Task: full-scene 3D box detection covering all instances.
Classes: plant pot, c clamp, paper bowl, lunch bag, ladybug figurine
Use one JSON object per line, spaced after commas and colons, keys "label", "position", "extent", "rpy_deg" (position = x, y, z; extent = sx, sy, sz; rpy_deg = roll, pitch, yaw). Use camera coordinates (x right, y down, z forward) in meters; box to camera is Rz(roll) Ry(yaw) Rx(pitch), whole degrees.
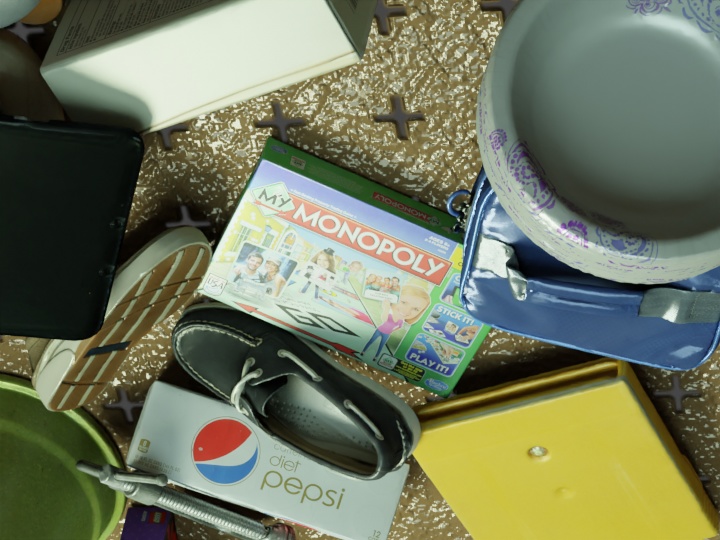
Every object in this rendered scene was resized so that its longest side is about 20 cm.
{"label": "plant pot", "position": [-0.294, 0.211, 1.841], "extent": [0.200, 0.184, 0.200], "rpy_deg": [6, 128, 7]}
{"label": "c clamp", "position": [-0.125, 0.177, 1.804], "extent": [0.200, 0.027, 0.171], "rpy_deg": [26, 168, -39]}
{"label": "paper bowl", "position": [0.170, -0.090, 1.487], "extent": [0.201, 0.201, 0.104], "rpy_deg": [15, 166, -1]}
{"label": "lunch bag", "position": [0.155, -0.026, 1.602], "extent": [0.200, 0.132, 0.136], "rpy_deg": [12, 129, 1]}
{"label": "ladybug figurine", "position": [-0.264, -0.089, 1.672], "extent": [0.136, 0.072, 0.200], "rpy_deg": [17, 129, -1]}

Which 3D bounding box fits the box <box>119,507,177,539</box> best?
{"label": "box", "position": [-0.170, 0.298, 1.875], "extent": [0.039, 0.200, 0.137], "rpy_deg": [1, 128, 6]}

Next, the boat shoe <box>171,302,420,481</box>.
{"label": "boat shoe", "position": [-0.055, 0.089, 1.746], "extent": [0.200, 0.060, 0.074], "rpy_deg": [31, 119, 12]}

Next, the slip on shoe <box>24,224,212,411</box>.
{"label": "slip on shoe", "position": [-0.179, 0.023, 1.749], "extent": [0.076, 0.061, 0.200], "rpy_deg": [-8, 149, -41]}

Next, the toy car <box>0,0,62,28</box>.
{"label": "toy car", "position": [-0.238, -0.216, 1.539], "extent": [0.177, 0.184, 0.200], "rpy_deg": [-18, 151, 22]}

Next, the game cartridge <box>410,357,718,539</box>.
{"label": "game cartridge", "position": [0.150, 0.151, 1.792], "extent": [0.176, 0.032, 0.200], "rpy_deg": [-15, 134, 21]}

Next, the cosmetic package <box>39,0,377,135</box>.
{"label": "cosmetic package", "position": [-0.094, -0.158, 1.567], "extent": [0.200, 0.104, 0.073], "rpy_deg": [-17, 123, 24]}

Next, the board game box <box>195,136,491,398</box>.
{"label": "board game box", "position": [0.000, 0.000, 1.719], "extent": [0.200, 0.029, 0.135], "rpy_deg": [23, 129, -7]}

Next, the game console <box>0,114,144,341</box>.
{"label": "game console", "position": [-0.252, -0.057, 1.620], "extent": [0.176, 0.116, 0.200], "rpy_deg": [46, 139, 26]}

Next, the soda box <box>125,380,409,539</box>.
{"label": "soda box", "position": [-0.070, 0.144, 1.806], "extent": [0.200, 0.068, 0.064], "rpy_deg": [19, 173, -4]}
